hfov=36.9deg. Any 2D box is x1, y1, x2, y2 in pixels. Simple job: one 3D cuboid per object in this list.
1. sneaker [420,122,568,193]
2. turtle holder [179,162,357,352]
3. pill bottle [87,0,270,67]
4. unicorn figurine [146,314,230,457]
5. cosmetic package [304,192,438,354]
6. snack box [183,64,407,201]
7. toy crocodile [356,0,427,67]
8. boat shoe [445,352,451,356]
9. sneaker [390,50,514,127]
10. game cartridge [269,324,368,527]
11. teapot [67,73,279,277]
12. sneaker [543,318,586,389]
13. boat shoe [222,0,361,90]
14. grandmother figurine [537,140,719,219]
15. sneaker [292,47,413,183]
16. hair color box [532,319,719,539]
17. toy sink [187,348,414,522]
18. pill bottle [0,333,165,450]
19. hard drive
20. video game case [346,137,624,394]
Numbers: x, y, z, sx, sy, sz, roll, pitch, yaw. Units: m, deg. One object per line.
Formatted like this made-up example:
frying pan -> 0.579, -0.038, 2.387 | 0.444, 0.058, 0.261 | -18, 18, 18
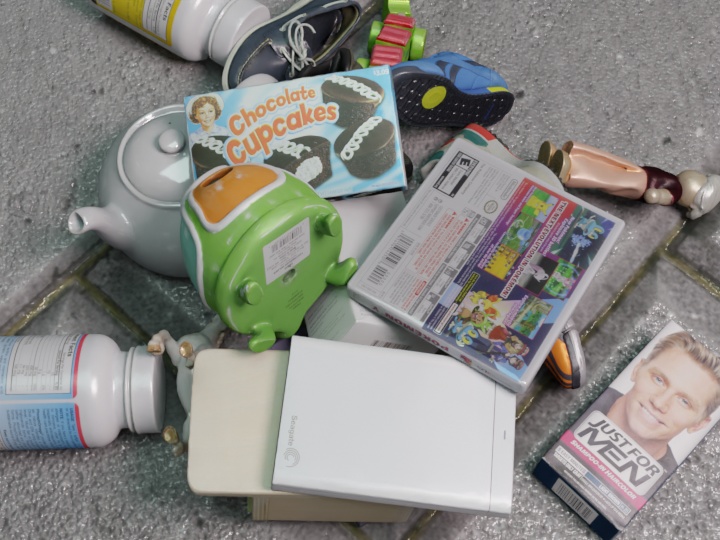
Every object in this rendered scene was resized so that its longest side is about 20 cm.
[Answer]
sneaker -> 0.137, -0.080, 1.124 | 0.093, 0.070, 0.200 | -33, 42, -10
turtle holder -> -0.086, -0.018, 0.962 | 0.132, 0.185, 0.141 | 40, 91, 26
pill bottle -> -0.206, -0.307, 1.227 | 0.200, 0.111, 0.111 | 32, 68, 13
unicorn figurine -> -0.152, 0.100, 1.039 | 0.074, 0.137, 0.201 | 4, 83, 11
cosmetic package -> 0.000, 0.000, 1.060 | 0.112, 0.081, 0.201 | 13, 44, -31
snack box -> -0.062, -0.120, 1.023 | 0.199, 0.037, 0.117 | -8, 86, 6
toy crocodile -> 0.034, -0.245, 1.214 | 0.067, 0.062, 0.200 | 11, 46, 5
boat shoe -> 0.164, 0.029, 1.017 | 0.063, 0.073, 0.200 | 38, 76, 23
sneaker -> 0.081, -0.202, 1.167 | 0.200, 0.066, 0.079 | -2, 50, -46
game cartridge -> -0.001, 0.133, 1.066 | 0.129, 0.038, 0.200 | -32, 69, -10
teapot -> -0.180, -0.101, 1.111 | 0.196, 0.146, 0.201 | 2, 64, 0
sneaker -> 0.143, 0.048, 1.092 | 0.112, 0.078, 0.200 | -22, 56, -6
boat shoe -> -0.073, -0.247, 1.205 | 0.062, 0.075, 0.200 | 11, 40, 40
grandmother figurine -> 0.293, -0.095, 1.143 | 0.199, 0.061, 0.121 | 8, 27, -14
sneaker -> 0.000, -0.153, 1.113 | 0.114, 0.199, 0.076 | -54, 41, 17
hair color box -> 0.270, 0.153, 1.045 | 0.100, 0.061, 0.200 | 42, 70, 17
toy sink -> -0.052, 0.153, 0.978 | 0.199, 0.112, 0.131 | 1, 65, -6
pill bottle -> -0.290, 0.115, 1.027 | 0.199, 0.109, 0.109 | -1, 64, -2
hard drive -> 0.031, 0.132, 0.920 | 0.199, 0.027, 0.132 | 7, 64, -2
video game case -> 0.115, -0.011, 0.980 | 0.182, 0.023, 0.200 | 29, 62, 16
